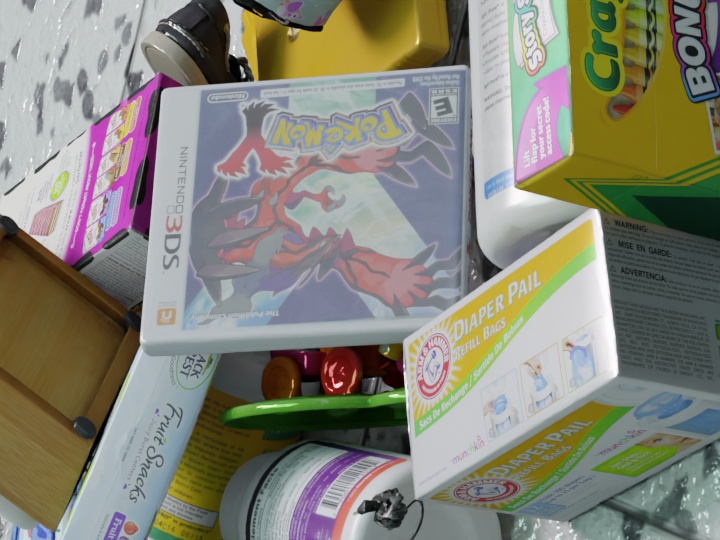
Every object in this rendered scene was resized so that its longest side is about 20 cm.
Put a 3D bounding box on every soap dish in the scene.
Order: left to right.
[{"bbox_3d":[-0.223,0.059,1.677,0.081,0.157,0.200,-47,11,25],"label":"soap dish"}]

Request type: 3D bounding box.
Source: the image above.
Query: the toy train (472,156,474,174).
[{"bbox_3d":[0.018,-0.044,1.741,0.200,0.046,0.034,-32,70,52],"label":"toy train"}]

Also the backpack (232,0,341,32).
[{"bbox_3d":[-0.063,-0.254,1.700,0.127,0.166,0.201,-51,46,29],"label":"backpack"}]

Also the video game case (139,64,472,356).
[{"bbox_3d":[-0.031,-0.038,1.597,0.023,0.199,0.183,68,-158,-60],"label":"video game case"}]

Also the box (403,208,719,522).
[{"bbox_3d":[0.122,0.057,1.467,0.200,0.112,0.102,-37,49,50],"label":"box"}]

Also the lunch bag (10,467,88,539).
[{"bbox_3d":[-0.192,0.170,1.898,0.075,0.160,0.201,2,85,29],"label":"lunch bag"}]

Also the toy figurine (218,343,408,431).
[{"bbox_3d":[0.000,0.000,1.639,0.199,0.150,0.185,-10,79,46],"label":"toy figurine"}]

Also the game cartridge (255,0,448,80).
[{"bbox_3d":[-0.009,-0.181,1.774,0.200,0.032,0.177,-35,51,48],"label":"game cartridge"}]

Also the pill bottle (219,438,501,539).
[{"bbox_3d":[-0.008,0.165,1.647,0.200,0.111,0.112,6,85,60],"label":"pill bottle"}]

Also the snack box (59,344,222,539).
[{"bbox_3d":[-0.140,0.113,1.666,0.142,0.053,0.201,151,141,-83],"label":"snack box"}]

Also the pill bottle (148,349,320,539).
[{"bbox_3d":[-0.094,0.097,1.812,0.113,0.112,0.201,48,121,54],"label":"pill bottle"}]

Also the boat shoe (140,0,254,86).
[{"bbox_3d":[-0.093,-0.126,1.861,0.072,0.200,0.063,32,76,28],"label":"boat shoe"}]

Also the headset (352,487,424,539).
[{"bbox_3d":[0.038,0.224,1.503,0.094,0.123,0.201,147,110,-86],"label":"headset"}]

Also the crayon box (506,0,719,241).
[{"bbox_3d":[0.160,-0.127,1.402,0.058,0.172,0.201,-27,58,49],"label":"crayon box"}]

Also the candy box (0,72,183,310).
[{"bbox_3d":[-0.183,-0.029,1.810,0.200,0.061,0.137,-31,39,41],"label":"candy box"}]

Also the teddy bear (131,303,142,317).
[{"bbox_3d":[-0.157,0.028,1.905,0.067,0.144,0.200,63,179,1],"label":"teddy bear"}]

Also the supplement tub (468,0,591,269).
[{"bbox_3d":[0.127,-0.105,1.494,0.132,0.131,0.201,-28,57,53],"label":"supplement tub"}]

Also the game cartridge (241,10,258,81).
[{"bbox_3d":[-0.018,-0.192,1.862,0.200,0.032,0.177,-56,37,31],"label":"game cartridge"}]
